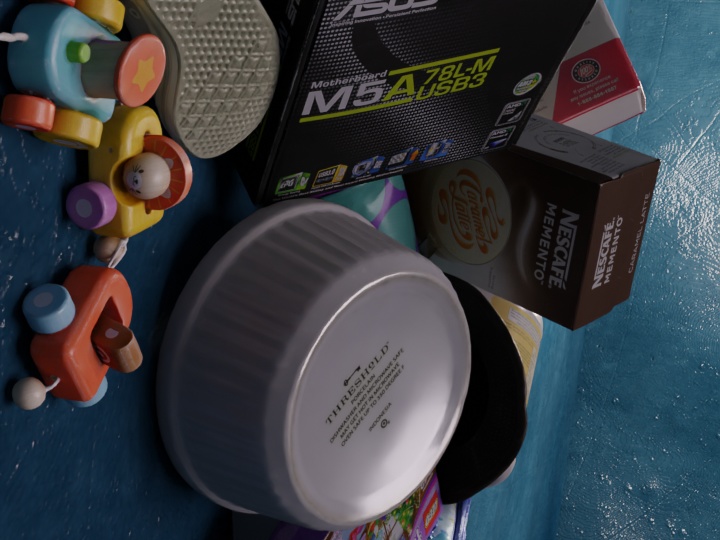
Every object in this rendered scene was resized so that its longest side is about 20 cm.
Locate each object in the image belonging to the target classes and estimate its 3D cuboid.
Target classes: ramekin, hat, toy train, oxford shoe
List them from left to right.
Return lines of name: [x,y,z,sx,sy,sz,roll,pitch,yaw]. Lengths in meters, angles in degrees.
toy train: [-0.121,-0.034,0.580,0.200,0.056,0.150,82,22,-43]
oxford shoe: [-0.089,-0.129,0.644,0.075,0.058,0.200,-39,154,-13]
ramekin: [-0.018,0.064,0.768,0.202,0.094,0.203,-20,119,-41]
hat: [0.076,0.091,1.023,0.081,0.200,0.201,2,96,-43]

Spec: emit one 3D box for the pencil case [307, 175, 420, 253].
pencil case: [0.000,0.000,0.915,0.085,0.092,0.200,-113,-175,-54]

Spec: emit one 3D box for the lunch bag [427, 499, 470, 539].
lunch bag: [0.036,0.269,1.094,0.200,0.082,0.161,-55,167,-78]

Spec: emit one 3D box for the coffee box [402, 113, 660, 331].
coffee box: [0.103,-0.053,0.925,0.080,0.200,0.114,-22,127,-44]

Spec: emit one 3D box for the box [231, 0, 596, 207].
box: [0.035,-0.127,0.752,0.048,0.200,0.193,64,-28,22]

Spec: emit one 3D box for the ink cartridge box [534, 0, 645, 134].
ink cartridge box: [0.130,-0.199,1.052,0.200,0.145,0.084,69,12,13]

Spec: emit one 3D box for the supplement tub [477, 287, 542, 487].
supplement tub: [0.089,0.086,1.176,0.145,0.145,0.200,70,32,-57]

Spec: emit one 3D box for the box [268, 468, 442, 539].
box: [-0.007,0.193,0.889,0.200,0.039,0.137,-54,145,-39]

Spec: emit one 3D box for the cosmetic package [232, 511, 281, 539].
cosmetic package: [-0.053,0.112,0.877,0.083,0.051,0.200,-37,132,-60]
